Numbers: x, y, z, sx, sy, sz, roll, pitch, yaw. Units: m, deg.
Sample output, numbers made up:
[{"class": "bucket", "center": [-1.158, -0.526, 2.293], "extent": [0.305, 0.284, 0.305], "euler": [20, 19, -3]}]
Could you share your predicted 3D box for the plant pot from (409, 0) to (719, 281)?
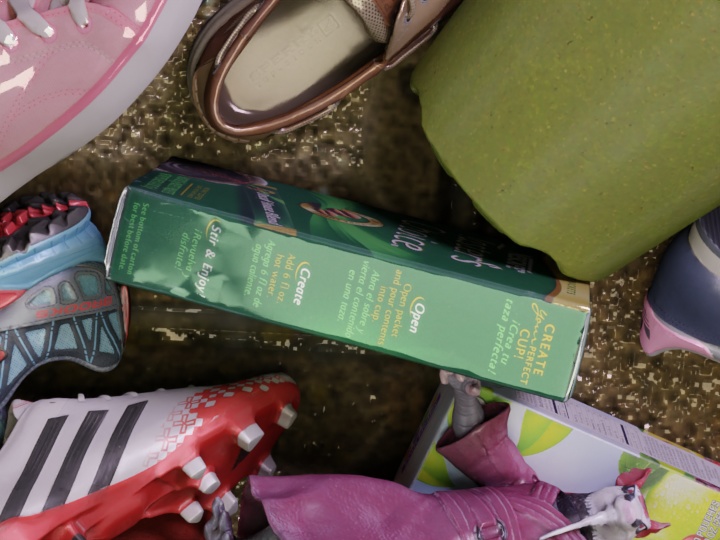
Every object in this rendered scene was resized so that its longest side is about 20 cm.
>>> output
[{"class": "plant pot", "center": [0.124, -0.100, 1.099], "extent": [0.200, 0.200, 0.190], "euler": [42, 113, -13]}]

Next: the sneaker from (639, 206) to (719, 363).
[{"class": "sneaker", "center": [0.218, 0.039, 1.204], "extent": [0.199, 0.070, 0.082], "euler": [28, 125, -10]}]

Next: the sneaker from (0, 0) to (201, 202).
[{"class": "sneaker", "center": [-0.159, -0.095, 1.112], "extent": [0.200, 0.076, 0.105], "euler": [-36, 123, 25]}]

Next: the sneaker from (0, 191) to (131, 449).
[{"class": "sneaker", "center": [-0.194, 0.048, 1.178], "extent": [0.199, 0.079, 0.096], "euler": [-25, 108, 6]}]

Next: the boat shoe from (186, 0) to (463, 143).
[{"class": "boat shoe", "center": [0.009, -0.122, 1.134], "extent": [0.200, 0.072, 0.076], "euler": [-43, 104, 11]}]

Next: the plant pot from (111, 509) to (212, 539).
[{"class": "plant pot", "center": [-0.177, 0.207, 1.177], "extent": [0.198, 0.176, 0.201], "euler": [10, 107, -5]}]

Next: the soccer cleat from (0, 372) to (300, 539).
[{"class": "soccer cleat", "center": [-0.110, 0.080, 1.163], "extent": [0.085, 0.199, 0.069], "euler": [44, 139, 22]}]

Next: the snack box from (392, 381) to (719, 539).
[{"class": "snack box", "center": [0.066, 0.156, 1.232], "extent": [0.141, 0.053, 0.201], "euler": [23, 105, -6]}]

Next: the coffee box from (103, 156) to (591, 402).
[{"class": "coffee box", "center": [0.000, 0.000, 1.134], "extent": [0.198, 0.123, 0.044], "euler": [15, 100, 4]}]

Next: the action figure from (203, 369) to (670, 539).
[{"class": "action figure", "center": [0.043, 0.129, 1.143], "extent": [0.199, 0.135, 0.149], "euler": [-6, 142, -22]}]

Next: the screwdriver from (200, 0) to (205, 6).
[{"class": "screwdriver", "center": [-0.130, -0.078, 1.175], "extent": [0.200, 0.029, 0.028], "euler": [-41, 104, 18]}]
